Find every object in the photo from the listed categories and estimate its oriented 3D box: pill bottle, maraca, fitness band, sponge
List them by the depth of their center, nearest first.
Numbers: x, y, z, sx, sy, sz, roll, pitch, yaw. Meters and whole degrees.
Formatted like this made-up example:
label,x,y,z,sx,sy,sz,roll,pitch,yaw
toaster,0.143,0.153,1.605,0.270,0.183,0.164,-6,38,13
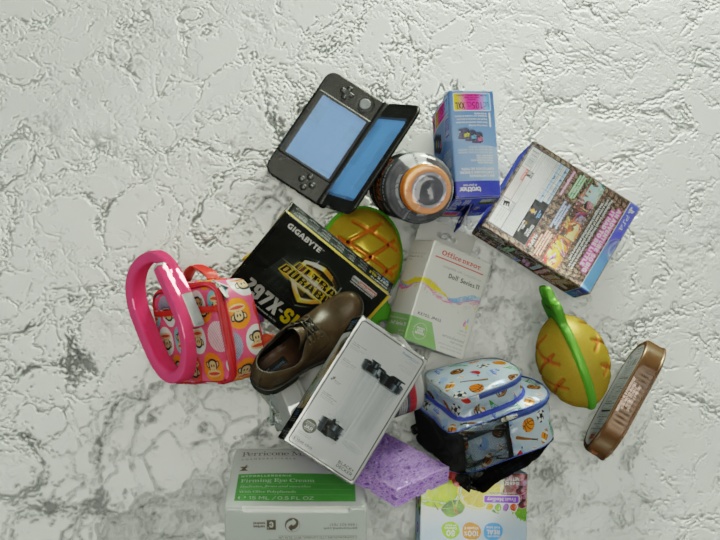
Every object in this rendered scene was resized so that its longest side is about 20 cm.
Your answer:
label,x,y,z,sx,sy,sz,roll,pitch,yaw
sponge,0.017,0.271,1.359,0.111,0.200,0.030,-14,115,-43
fitness band,-0.288,0.067,1.373,0.037,0.144,0.200,-10,66,-40
pill bottle,-0.018,0.177,1.382,0.199,0.120,0.120,-17,85,-15
pill bottle,0.079,-0.126,1.423,0.106,0.200,0.107,-1,97,-9
maraca,0.317,0.118,1.442,0.107,0.137,0.201,-21,91,-1
maraca,0.000,0.000,1.463,0.137,0.107,0.201,2,91,-13

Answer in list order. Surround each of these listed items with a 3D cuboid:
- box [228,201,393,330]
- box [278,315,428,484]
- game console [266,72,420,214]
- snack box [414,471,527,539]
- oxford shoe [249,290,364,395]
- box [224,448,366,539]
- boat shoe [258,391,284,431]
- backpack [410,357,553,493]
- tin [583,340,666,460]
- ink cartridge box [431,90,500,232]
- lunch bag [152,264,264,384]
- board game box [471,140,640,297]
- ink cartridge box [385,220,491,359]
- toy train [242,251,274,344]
label,x,y,z,sx,sy,sz,roll,pitch,yaw
box,-0.077,0.022,1.405,0.200,0.049,0.160,40,113,-6
box,-0.009,0.176,1.291,0.116,0.060,0.200,33,77,-7
game console,-0.031,-0.204,1.471,0.176,0.116,0.200,33,83,5
snack box,0.169,0.407,1.451,0.168,0.068,0.201,1,86,-3
oxford shoe,-0.069,0.094,1.319,0.073,0.084,0.200,42,68,15
box,-0.091,0.384,1.363,0.198,0.171,0.201,1,106,-3
boat shoe,-0.100,0.255,1.451,0.065,0.074,0.202,-36,96,-4
backpack,0.189,0.214,1.414,0.190,0.200,0.155,-7,108,-19
tin,0.409,0.199,1.462,0.042,0.112,0.200,30,83,10
ink cartridge box,0.163,-0.163,1.463,0.076,0.136,0.201,-3,81,-7
lunch bag,-0.229,0.078,1.398,0.082,0.200,0.177,-11,92,-41
board game box,0.306,-0.078,1.489,0.200,0.097,0.160,33,84,1
ink cartridge box,0.127,0.025,1.467,0.117,0.067,0.201,20,83,-26
toy train,-0.139,0.056,1.480,0.150,0.056,0.201,19,82,-10
